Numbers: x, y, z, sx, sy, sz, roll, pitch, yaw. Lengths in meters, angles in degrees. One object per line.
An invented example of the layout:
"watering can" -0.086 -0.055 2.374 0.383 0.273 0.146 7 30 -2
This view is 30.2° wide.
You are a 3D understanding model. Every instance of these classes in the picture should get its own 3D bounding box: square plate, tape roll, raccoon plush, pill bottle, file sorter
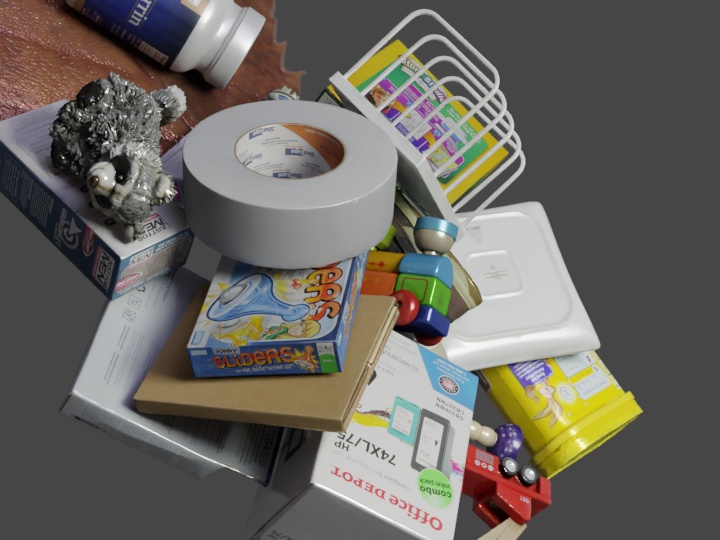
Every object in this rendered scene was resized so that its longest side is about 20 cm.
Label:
"square plate" 0.139 0.010 1.435 0.198 0.029 0.199 -8 59 -17
"tape roll" -0.066 -0.084 1.241 0.198 0.067 0.201 3 35 -2
"raccoon plush" -0.189 -0.112 1.231 0.134 0.097 0.200 46 44 12
"pill bottle" -0.211 -0.290 1.460 0.199 0.116 0.116 31 44 -13
"file sorter" 0.080 -0.149 1.374 0.139 0.124 0.200 47 -2 25

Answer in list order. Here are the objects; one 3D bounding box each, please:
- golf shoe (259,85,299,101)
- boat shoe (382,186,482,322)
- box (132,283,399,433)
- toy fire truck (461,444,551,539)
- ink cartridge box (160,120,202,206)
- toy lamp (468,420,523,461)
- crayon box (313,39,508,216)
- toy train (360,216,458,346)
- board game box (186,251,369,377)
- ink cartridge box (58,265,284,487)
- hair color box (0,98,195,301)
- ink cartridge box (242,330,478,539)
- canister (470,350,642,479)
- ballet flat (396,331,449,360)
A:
"golf shoe" -0.051 -0.107 1.484 0.199 0.078 0.097 38 63 -1
"boat shoe" 0.045 -0.024 1.388 0.066 0.072 0.201 -38 64 -6
"box" -0.082 0.074 1.187 0.198 0.021 0.164 4 39 20
"toy fire truck" 0.140 0.260 1.339 0.199 0.049 0.142 25 46 -18
"ink cartridge box" -0.107 -0.098 1.365 0.198 0.042 0.119 11 37 24
"toy lamp" 0.072 0.147 1.375 0.199 0.058 0.059 28 45 -19
"crayon box" 0.059 -0.164 1.602 0.200 0.058 0.172 46 42 3
"toy train" 0.000 0.000 1.311 0.085 0.198 0.117 38 63 -57
"board game box" -0.068 0.019 1.208 0.134 0.035 0.201 -3 35 11
"ink cartridge box" -0.159 0.093 1.252 0.199 0.041 0.201 28 44 -13
"hair color box" -0.259 -0.070 1.262 0.200 0.061 0.100 42 44 19
"ink cartridge box" 0.002 0.177 1.231 0.146 0.146 0.201 28 45 -15
"canister" 0.199 0.111 1.471 0.148 0.087 0.201 -21 70 -42
"ballet flat" 0.028 0.050 1.358 0.069 0.070 0.200 -19 46 -43
